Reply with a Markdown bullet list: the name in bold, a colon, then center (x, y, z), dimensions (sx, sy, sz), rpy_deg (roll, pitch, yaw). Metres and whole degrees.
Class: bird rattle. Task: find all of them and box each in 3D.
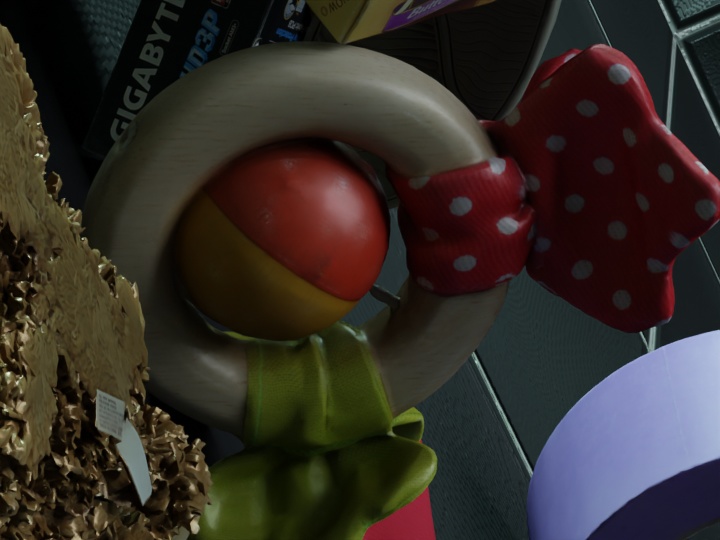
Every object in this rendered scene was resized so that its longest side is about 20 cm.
- **bird rattle**: center (0.000, 0.000, 0.864), dimensions (0.163, 0.200, 0.113), rpy_deg (31, 29, -26)

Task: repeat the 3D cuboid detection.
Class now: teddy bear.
- **teddy bear**: center (-0.093, 0.026, 0.726), dimensions (0.200, 0.067, 0.145), rpy_deg (62, 22, -47)

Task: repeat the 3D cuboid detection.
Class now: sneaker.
- **sneaker**: center (0.048, -0.113, 0.993), dimensions (0.075, 0.200, 0.106), rpy_deg (32, 20, 5)

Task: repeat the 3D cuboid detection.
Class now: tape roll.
- **tape roll**: center (0.176, 0.127, 1.282), dimensions (0.200, 0.200, 0.085), rpy_deg (58, 17, -34)

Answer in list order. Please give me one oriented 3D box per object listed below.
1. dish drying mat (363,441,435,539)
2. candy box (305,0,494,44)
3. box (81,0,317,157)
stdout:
- **dish drying mat**: center (0.010, 0.112, 1.055), dimensions (0.077, 0.018, 0.200), rpy_deg (55, 19, -39)
- **candy box**: center (-0.012, -0.167, 0.882), dimensions (0.117, 0.056, 0.200), rpy_deg (-19, 62, -39)
- **box**: center (-0.017, -0.100, 1.034), dimensions (0.046, 0.159, 0.200), rpy_deg (24, 5, 15)
